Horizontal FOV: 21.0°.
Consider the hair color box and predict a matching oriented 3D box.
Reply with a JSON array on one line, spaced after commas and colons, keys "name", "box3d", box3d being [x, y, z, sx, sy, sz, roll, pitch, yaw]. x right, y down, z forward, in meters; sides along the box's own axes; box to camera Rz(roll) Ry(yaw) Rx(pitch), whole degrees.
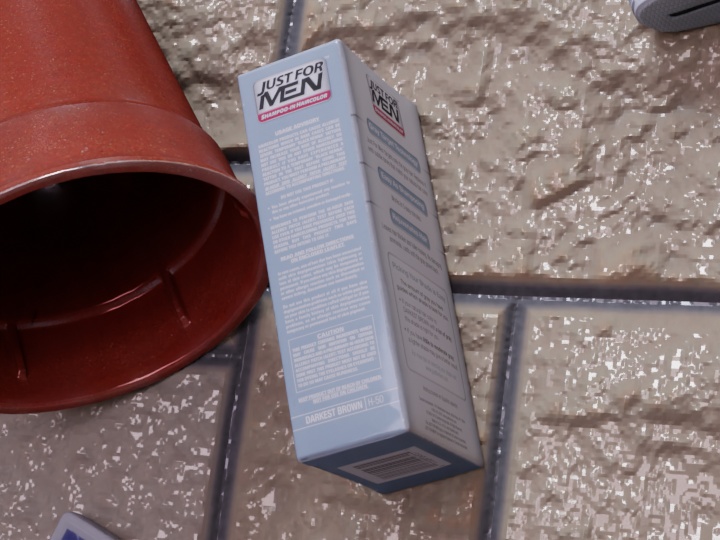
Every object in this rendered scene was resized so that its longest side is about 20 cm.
[{"name": "hair color box", "box3d": [0.000, 0.000, 0.954, 0.060, 0.099, 0.201, -17, 69, 20]}]

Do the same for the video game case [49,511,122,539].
[{"name": "video game case", "box3d": [-0.117, 0.247, 0.979, 0.200, 0.023, 0.183, 27, 87, 29]}]

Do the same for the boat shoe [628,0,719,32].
[{"name": "boat shoe", "box3d": [0.218, -0.171, 0.922, 0.199, 0.072, 0.062, -13, 72, 23]}]

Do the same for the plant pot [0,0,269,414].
[{"name": "plant pot", "box3d": [-0.168, -0.063, 1.006, 0.200, 0.201, 0.196, -31, 57, 13]}]
